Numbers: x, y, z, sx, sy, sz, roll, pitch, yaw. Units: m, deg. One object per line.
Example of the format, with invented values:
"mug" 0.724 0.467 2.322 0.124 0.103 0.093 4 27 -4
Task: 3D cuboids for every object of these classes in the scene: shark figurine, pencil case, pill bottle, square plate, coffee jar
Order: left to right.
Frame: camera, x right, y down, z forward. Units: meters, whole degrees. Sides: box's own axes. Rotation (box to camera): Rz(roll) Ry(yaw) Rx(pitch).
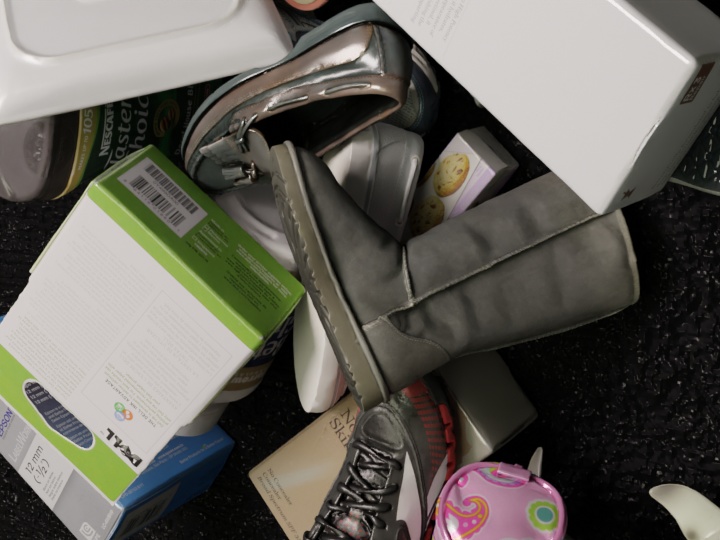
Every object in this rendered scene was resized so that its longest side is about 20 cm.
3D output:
"coffee jar" -0.189 -0.116 0.886 0.085 0.199 0.106 28 119 23
"square plate" -0.161 -0.191 0.819 0.029 0.195 0.202 88 165 -52
"pill bottle" -0.103 0.027 0.926 0.111 0.111 0.201 41 122 16
"pencil case" 0.089 0.205 0.817 0.087 0.088 0.201 27 149 24
"shark figurine" 0.198 0.187 0.800 0.211 0.089 0.130 -5 68 26

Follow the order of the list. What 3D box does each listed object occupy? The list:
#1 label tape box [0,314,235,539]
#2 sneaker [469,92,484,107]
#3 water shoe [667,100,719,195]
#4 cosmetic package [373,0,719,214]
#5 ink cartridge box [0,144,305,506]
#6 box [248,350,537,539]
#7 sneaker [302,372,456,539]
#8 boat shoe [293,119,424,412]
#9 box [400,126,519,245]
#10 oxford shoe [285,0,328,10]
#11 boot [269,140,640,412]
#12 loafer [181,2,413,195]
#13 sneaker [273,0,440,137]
"label tape box" -0.220 0.117 1.009 0.200 0.143 0.067 41 121 16
"sneaker" 0.106 -0.196 0.750 0.080 0.070 0.201 48 124 15
"water shoe" 0.185 -0.086 0.732 0.199 0.078 0.073 36 120 50
"cosmetic package" 0.104 -0.137 0.678 0.200 0.073 0.102 48 131 23
"ink cartridge box" -0.157 0.041 0.846 0.148 0.076 0.200 43 122 -1
"box" 0.020 0.125 0.893 0.200 0.077 0.096 -42 80 34
"sneaker" 0.010 0.154 0.801 0.070 0.097 0.204 19 113 28
"boat shoe" 0.000 0.000 0.830 0.072 0.067 0.204 -146 62 -67
"box" 0.034 -0.015 0.867 0.042 0.039 0.201 49 124 15
"oxford shoe" -0.052 -0.271 0.826 0.070 0.073 0.203 -22 88 37
"boot" 0.059 -0.025 0.759 0.198 0.073 0.184 -24 100 -7
"loafer" -0.046 -0.092 0.778 0.199 0.071 0.064 -31 52 37
"sneaker" -0.038 -0.138 0.851 0.198 0.086 0.079 28 118 24
